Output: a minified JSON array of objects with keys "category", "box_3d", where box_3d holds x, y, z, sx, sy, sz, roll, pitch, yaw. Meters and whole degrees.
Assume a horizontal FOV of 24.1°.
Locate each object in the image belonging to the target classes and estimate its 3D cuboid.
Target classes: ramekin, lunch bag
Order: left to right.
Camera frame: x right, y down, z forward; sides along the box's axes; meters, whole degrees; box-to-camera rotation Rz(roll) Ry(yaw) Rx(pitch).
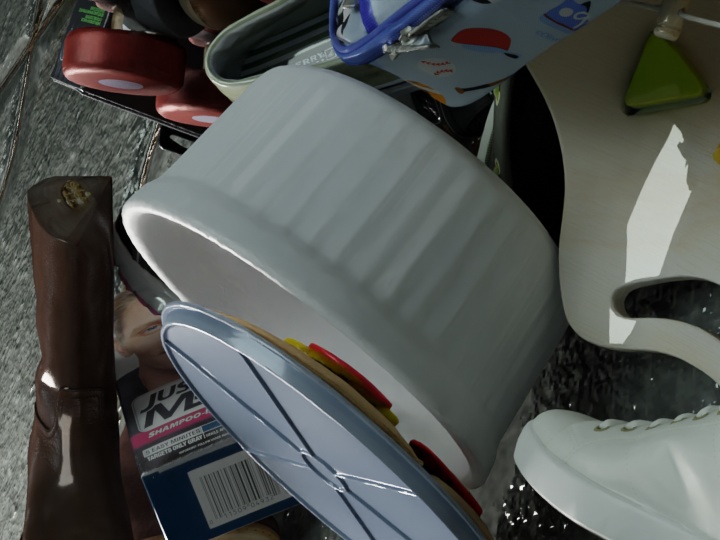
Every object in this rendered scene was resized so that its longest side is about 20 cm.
[{"category":"ramekin","box_3d":[0.000,0.000,0.757,0.098,0.200,0.200,-52,22,-13]},{"category":"lunch bag","box_3d":[0.046,-0.167,0.642,0.160,0.075,0.201,-29,50,47]}]

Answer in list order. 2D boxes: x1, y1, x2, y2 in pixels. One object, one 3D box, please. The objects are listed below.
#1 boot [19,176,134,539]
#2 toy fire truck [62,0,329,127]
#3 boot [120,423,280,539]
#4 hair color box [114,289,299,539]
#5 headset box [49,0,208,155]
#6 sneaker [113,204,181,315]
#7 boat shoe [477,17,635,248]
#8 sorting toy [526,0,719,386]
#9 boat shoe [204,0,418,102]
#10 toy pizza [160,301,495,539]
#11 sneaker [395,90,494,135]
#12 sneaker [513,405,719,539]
[{"category":"boot","box_3d":[-0.152,0.058,0.908,0.186,0.064,0.201,-128,41,-60]},{"category":"toy fire truck","box_3d":[-0.058,-0.146,0.903,0.167,0.200,0.113,2,83,31]},{"category":"boot","box_3d":[-0.106,0.121,1.036,0.200,0.072,0.167,-23,43,45]},{"category":"hair color box","box_3d":[-0.092,0.070,0.994,0.200,0.100,0.061,-122,13,-59]},{"category":"headset box","box_3d":[-0.080,-0.167,1.060,0.093,0.173,0.201,27,96,65]},{"category":"sneaker","box_3d":[-0.048,0.004,0.925,0.200,0.080,0.087,34,108,24]},{"category":"boat shoe","box_3d":[0.093,-0.098,0.736,0.060,0.072,0.203,-105,19,-59]},{"category":"sorting toy","box_3d":[0.136,-0.042,0.640,0.200,0.106,0.181,31,112,56]},{"category":"boat shoe","box_3d":[0.019,-0.119,0.784,0.199,0.062,0.072,-27,71,21]},{"category":"toy pizza","box_3d":[-0.007,0.078,0.744,0.032,0.200,0.200,-48,20,-17]},{"category":"sneaker","box_3d":[0.085,-0.154,0.844,0.086,0.080,0.201,24,96,44]},{"category":"sneaker","box_3d":[0.135,0.070,0.589,0.200,0.073,0.085,22,95,54]}]
